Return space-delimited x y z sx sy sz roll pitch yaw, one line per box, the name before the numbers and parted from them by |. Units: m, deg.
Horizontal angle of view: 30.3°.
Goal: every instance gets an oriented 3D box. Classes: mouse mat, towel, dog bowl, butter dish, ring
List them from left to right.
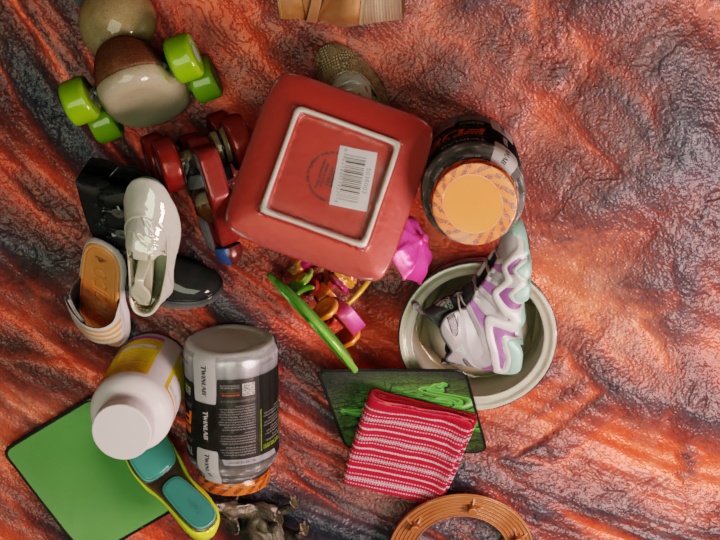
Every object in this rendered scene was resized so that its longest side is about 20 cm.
mouse mat | -0.370 0.285 1.819 0.161 0.008 0.200 -30 106 12
butter dish | -0.038 -0.103 1.560 0.199 0.148 0.201 19 85 -3
mouse mat | 0.054 0.182 1.715 0.199 0.008 0.161 -2 133 18
towel | 0.061 0.236 1.737 0.144 0.023 0.200 14 134 -1
ring | 0.137 0.389 1.812 0.200 0.019 0.201 0 119 0
dog bowl | 0.148 0.072 1.692 0.199 0.074 0.201 1 109 3

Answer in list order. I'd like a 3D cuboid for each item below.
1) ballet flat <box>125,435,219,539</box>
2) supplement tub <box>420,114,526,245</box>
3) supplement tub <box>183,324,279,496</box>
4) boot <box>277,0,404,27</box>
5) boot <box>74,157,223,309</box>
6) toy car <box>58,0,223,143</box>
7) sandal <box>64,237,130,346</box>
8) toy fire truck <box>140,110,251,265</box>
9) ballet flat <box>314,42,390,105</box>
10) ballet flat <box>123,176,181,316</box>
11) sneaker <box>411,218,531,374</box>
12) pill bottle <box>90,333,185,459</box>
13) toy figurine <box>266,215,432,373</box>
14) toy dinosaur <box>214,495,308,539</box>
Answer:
ballet flat | -0.256 0.281 1.768 0.067 0.067 0.200 -33 67 -20
supplement tub | 0.131 -0.105 1.566 0.122 0.200 0.123 1 109 2
supplement tub | -0.166 0.181 1.720 0.122 0.123 0.201 1 108 3
boot | -0.027 -0.385 1.555 0.155 0.077 0.201 1 116 7
boot | -0.255 -0.045 1.635 0.164 0.066 0.200 4 135 2
toy car | -0.281 -0.281 1.587 0.164 0.158 0.201 -21 78 6
sandal | -0.336 0.038 1.668 0.079 0.059 0.207 26 144 12
toy fire truck | -0.180 -0.094 1.594 0.112 0.200 0.169 -20 104 -13
ballet flat | 0.010 -0.185 1.616 0.070 0.065 0.200 -32 104 10
ballet flat | -0.249 -0.020 1.563 0.069 0.070 0.200 8 137 0
sneaker | 0.131 0.031 1.600 0.139 0.078 0.201 3 109 1
pill bottle | -0.280 0.161 1.678 0.104 0.200 0.105 1 108 3
toy figurine | 0.000 0.000 1.649 0.184 0.200 0.150 -42 125 -5
toy dinosaur | -0.125 0.365 1.816 0.102 0.077 0.200 -18 116 30
